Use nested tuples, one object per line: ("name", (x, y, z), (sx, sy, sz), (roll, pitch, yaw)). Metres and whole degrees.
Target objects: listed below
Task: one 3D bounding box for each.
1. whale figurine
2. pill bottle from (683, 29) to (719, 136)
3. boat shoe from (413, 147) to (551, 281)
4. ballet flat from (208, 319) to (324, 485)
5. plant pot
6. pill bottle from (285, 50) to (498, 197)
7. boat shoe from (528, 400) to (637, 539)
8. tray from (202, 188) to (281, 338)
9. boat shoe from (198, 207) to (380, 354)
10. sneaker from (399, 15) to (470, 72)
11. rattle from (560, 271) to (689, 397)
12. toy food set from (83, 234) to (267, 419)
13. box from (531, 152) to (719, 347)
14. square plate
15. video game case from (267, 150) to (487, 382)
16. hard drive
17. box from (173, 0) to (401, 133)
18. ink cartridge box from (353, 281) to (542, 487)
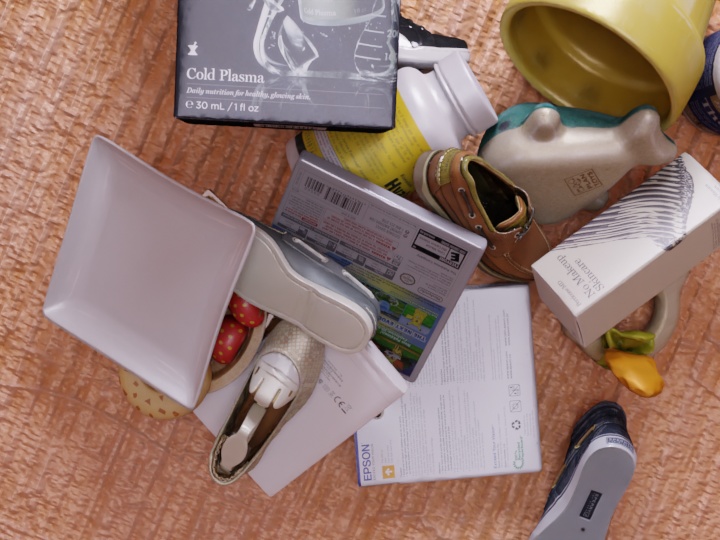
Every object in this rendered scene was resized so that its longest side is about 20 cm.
("whale figurine", (0.213, -0.126, 1.277), (0.198, 0.105, 0.159), (-17, 139, 28))
("pill bottle", (0.392, -0.193, 1.259), (0.109, 0.200, 0.113), (0, 92, -2))
("boat shoe", (0.134, -0.047, 1.235), (0.199, 0.067, 0.073), (35, 66, -38))
("ballet flat", (-0.093, 0.135, 1.258), (0.067, 0.062, 0.202), (30, 114, 5))
("plant pot", (0.268, -0.269, 1.262), (0.200, 0.201, 0.190), (35, 76, -4))
("pill bottle", (0.033, -0.132, 1.271), (0.198, 0.111, 0.112), (-31, 94, 12))
("boat shoe", (0.233, 0.236, 1.342), (0.070, 0.091, 0.202), (23, 118, -3))
("tray", (-0.118, 0.021, 1.326), (0.200, 0.037, 0.099), (44, 90, -3))
("boat shoe", (-0.066, 0.003, 1.219), (0.199, 0.062, 0.073), (35, 123, 6))
("sneaker", (0.017, -0.265, 1.301), (0.196, 0.073, 0.114), (2, 90, -5))
("rattle", (0.301, 0.013, 1.296), (0.130, 0.143, 0.201), (40, 93, 2))
("toy food set", (-0.189, 0.033, 1.274), (0.199, 0.049, 0.199), (-36, 88, 18))
("box", (0.273, -0.021, 1.267), (0.199, 0.069, 0.082), (-37, 56, -6))
("square plate", (-0.203, 0.001, 1.224), (0.196, 0.028, 0.202), (29, 111, 19))
("video game case", (0.000, 0.000, 1.252), (0.198, 0.022, 0.184), (25, 124, -1))
("hard drive", (-0.065, 0.127, 1.296), (0.199, 0.027, 0.132), (-40, 95, 24))
("box", (-0.064, -0.228, 1.144), (0.196, 0.124, 0.200), (2, 94, -3))
("ink cartridge box", (0.086, 0.119, 1.338), (0.196, 0.043, 0.200), (-4, 95, -1))
